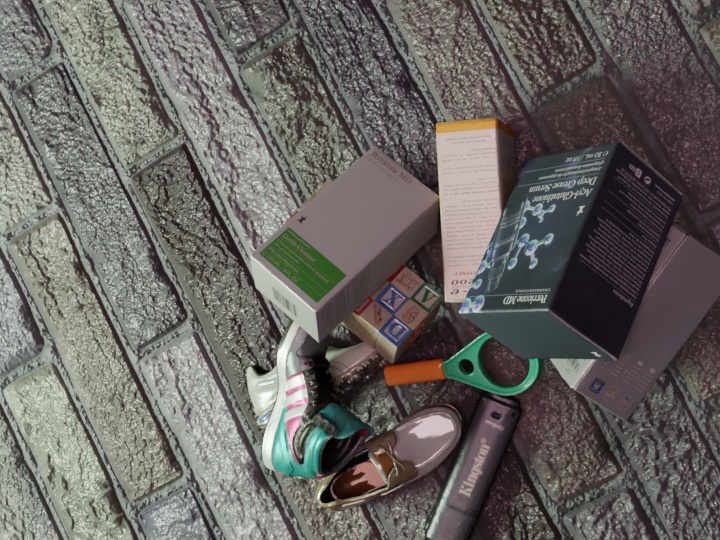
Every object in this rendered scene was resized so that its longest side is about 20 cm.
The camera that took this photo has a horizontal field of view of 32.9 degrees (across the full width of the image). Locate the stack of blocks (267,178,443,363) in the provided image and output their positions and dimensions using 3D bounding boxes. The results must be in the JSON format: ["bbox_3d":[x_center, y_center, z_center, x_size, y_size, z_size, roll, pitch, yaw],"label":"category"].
[{"bbox_3d":[0.000,0.000,1.437,0.200,0.059,0.115,39,69,13],"label":"stack of blocks"}]

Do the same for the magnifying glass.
[{"bbox_3d":[0.118,0.112,1.424,0.200,0.022,0.080,-10,99,32],"label":"magnifying glass"}]

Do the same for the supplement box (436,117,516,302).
[{"bbox_3d":[0.136,-0.065,1.387,0.073,0.126,0.200,-3,89,16],"label":"supplement box"}]

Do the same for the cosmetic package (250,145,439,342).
[{"bbox_3d":[-0.015,-0.031,1.369,0.108,0.085,0.200,38,69,19],"label":"cosmetic package"}]

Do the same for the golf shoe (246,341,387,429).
[{"bbox_3d":[-0.054,0.113,1.475,0.200,0.078,0.097,-30,77,14],"label":"golf shoe"}]

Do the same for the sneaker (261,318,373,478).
[{"bbox_3d":[-0.039,0.147,1.376,0.121,0.084,0.200,16,100,35],"label":"sneaker"}]

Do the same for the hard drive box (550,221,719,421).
[{"bbox_3d":[0.292,0.038,1.319,0.077,0.156,0.200,31,102,-15],"label":"hard drive box"}]

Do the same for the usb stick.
[{"bbox_3d":[0.132,0.237,1.440,0.055,0.033,0.200,23,97,16],"label":"usb stick"}]

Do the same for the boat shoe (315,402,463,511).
[{"bbox_3d":[0.035,0.229,1.450,0.200,0.068,0.075,-37,81,14],"label":"boat shoe"}]

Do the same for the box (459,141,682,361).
[{"bbox_3d":[0.218,-0.017,1.270,0.107,0.148,0.200,34,70,-26],"label":"box"}]
